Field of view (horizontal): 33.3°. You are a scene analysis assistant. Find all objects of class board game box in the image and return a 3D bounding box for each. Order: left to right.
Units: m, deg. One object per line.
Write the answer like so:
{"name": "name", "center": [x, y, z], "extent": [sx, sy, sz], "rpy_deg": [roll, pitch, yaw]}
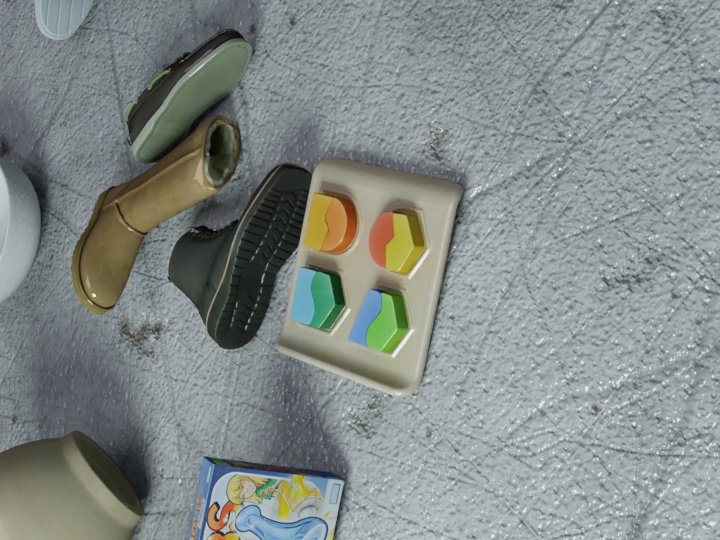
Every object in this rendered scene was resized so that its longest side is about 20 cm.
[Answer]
{"name": "board game box", "center": [-0.099, 0.281, 1.110], "extent": [0.034, 0.134, 0.202], "rpy_deg": [9, 89, 64]}

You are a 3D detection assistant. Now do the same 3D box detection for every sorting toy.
{"name": "sorting toy", "center": [0.000, 0.000, 1.140], "extent": [0.184, 0.036, 0.202], "rpy_deg": [16, 93, 42]}

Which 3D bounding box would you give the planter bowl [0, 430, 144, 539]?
{"name": "planter bowl", "center": [-0.317, 0.259, 1.286], "extent": [0.134, 0.201, 0.200], "rpy_deg": [-39, 55, -3]}

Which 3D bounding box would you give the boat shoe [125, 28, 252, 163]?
{"name": "boat shoe", "center": [-0.196, -0.202, 1.324], "extent": [0.201, 0.071, 0.061], "rpy_deg": [-41, 62, 31]}

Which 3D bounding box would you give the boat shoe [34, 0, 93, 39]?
{"name": "boat shoe", "center": [-0.368, -0.388, 1.522], "extent": [0.062, 0.071, 0.202], "rpy_deg": [2, 79, 66]}

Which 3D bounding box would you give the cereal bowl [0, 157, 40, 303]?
{"name": "cereal bowl", "center": [-0.469, -0.046, 1.526], "extent": [0.199, 0.083, 0.203], "rpy_deg": [-8, 77, 39]}

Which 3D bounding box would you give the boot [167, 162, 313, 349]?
{"name": "boot", "center": [-0.137, -0.040, 1.246], "extent": [0.138, 0.077, 0.201], "rpy_deg": [40, 107, 43]}

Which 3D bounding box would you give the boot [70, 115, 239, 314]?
{"name": "boot", "center": [-0.224, -0.061, 1.306], "extent": [0.199, 0.066, 0.177], "rpy_deg": [-25, 49, 35]}
